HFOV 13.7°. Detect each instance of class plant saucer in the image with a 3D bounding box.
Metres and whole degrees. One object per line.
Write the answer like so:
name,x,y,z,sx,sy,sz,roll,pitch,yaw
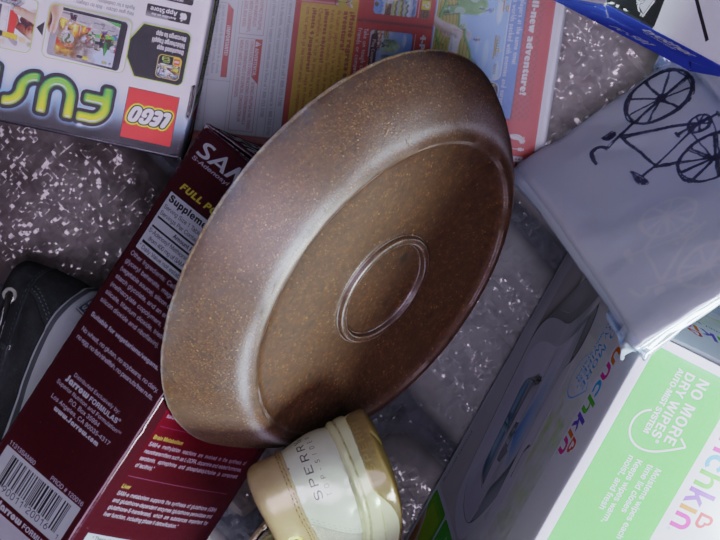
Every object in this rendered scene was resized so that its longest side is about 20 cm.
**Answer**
plant saucer,0.000,0.000,1.274,0.034,0.200,0.200,38,105,30

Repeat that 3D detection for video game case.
video game case,-0.009,-0.122,1.321,0.200,0.017,0.143,6,107,-5

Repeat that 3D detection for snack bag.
snack bag,0.162,-0.062,1.259,0.200,0.189,0.021,-35,120,3

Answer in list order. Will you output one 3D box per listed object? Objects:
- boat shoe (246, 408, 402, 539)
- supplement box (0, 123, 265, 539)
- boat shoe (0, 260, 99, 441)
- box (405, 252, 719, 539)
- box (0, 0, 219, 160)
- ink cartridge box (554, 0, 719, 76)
boat shoe,-0.021,0.131,1.332,0.066,0.074,0.200,-15,144,-10
supplement box,-0.076,0.043,1.308,0.061,0.109,0.200,38,98,28
boat shoe,-0.164,0.088,1.358,0.057,0.069,0.200,32,109,21
box,0.107,0.103,1.316,0.097,0.177,0.200,26,105,-11
box,-0.162,-0.123,1.290,0.200,0.035,0.110,13,107,-1
ink cartridge box,0.156,-0.189,1.250,0.094,0.044,0.200,22,86,-37
